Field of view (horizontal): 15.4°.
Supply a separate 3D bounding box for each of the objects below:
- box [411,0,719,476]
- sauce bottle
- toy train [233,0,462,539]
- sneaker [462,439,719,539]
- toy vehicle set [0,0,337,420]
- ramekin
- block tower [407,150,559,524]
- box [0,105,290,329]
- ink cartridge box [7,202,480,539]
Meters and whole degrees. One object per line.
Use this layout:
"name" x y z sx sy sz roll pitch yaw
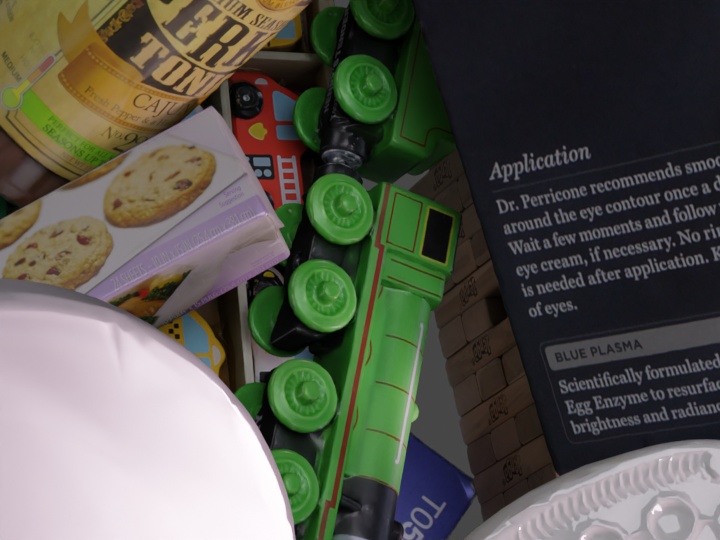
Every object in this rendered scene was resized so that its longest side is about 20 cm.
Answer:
"box" 0.124 -0.066 0.823 0.196 0.117 0.201 -28 104 -53
"sauce bottle" -0.038 -0.096 0.752 0.065 0.200 0.065 38 26 -22
"toy train" 0.000 0.000 0.812 0.056 0.042 0.201 21 65 -22
"sneaker" 0.039 0.120 0.789 0.200 0.146 0.081 -38 87 -3
"toy vehicle set" -0.066 -0.035 0.839 0.124 0.027 0.201 0 70 -18
"ramekin" -0.124 0.089 0.688 0.202 0.094 0.204 -12 112 -32
"block tower" 0.061 0.019 0.879 0.054 0.058 0.201 -5 73 -26
"box" -0.116 0.021 0.767 0.199 0.039 0.042 -28 68 -1
"ink cartridge box" -0.085 0.078 0.831 0.200 0.043 0.197 36 67 -1
